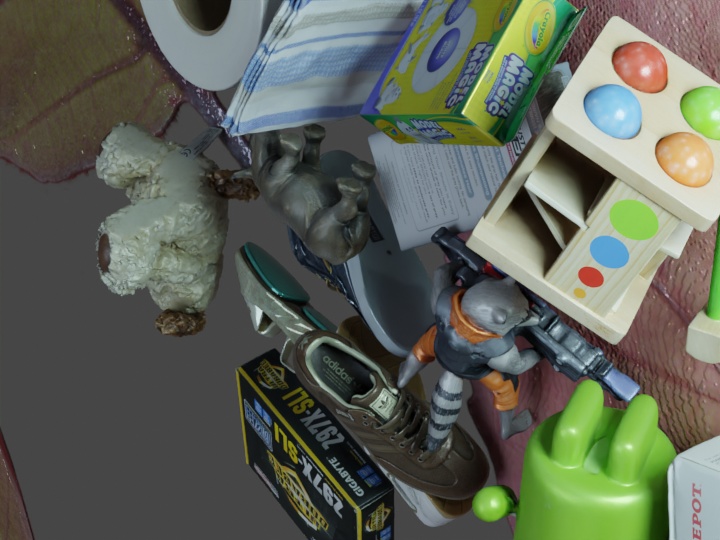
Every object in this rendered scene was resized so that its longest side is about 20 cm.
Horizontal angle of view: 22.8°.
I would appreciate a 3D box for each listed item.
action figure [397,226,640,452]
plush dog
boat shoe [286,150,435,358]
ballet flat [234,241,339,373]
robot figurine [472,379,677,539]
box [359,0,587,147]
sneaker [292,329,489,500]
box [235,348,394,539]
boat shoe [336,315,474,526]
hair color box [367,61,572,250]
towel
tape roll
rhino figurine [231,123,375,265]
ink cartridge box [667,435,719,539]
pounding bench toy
[{"bbox_3d":[0.108,0.073,1.387,0.200,0.105,0.194,37,152,18],"label":"action figure"},{"bbox_3d":[-0.179,-0.033,1.769,0.172,0.159,0.201,93,171,-50],"label":"plush dog"},{"bbox_3d":[0.000,0.000,1.565,0.091,0.070,0.201,-52,55,51],"label":"boat shoe"},{"bbox_3d":[-0.068,0.050,1.669,0.200,0.067,0.063,44,105,35],"label":"ballet flat"},{"bbox_3d":[0.176,0.184,1.345,0.174,0.116,0.201,14,125,15],"label":"robot figurine"},{"bbox_3d":[0.082,-0.150,1.309,0.118,0.048,0.200,-61,26,-9],"label":"box"},{"bbox_3d":[0.021,0.124,1.499,0.200,0.071,0.076,36,176,6],"label":"sneaker"},{"bbox_3d":[-0.042,0.193,1.688,0.200,0.049,0.160,47,153,32],"label":"box"},{"bbox_3d":[0.026,0.138,1.581,0.201,0.071,0.069,62,144,12],"label":"boat shoe"},{"bbox_3d":[0.094,-0.086,1.396,0.200,0.060,0.100,-17,90,56],"label":"hair color box"},{"bbox_3d":[-0.019,-0.182,1.436,0.024,0.146,0.200,61,143,24],"label":"towel"},{"bbox_3d":[-0.083,-0.262,1.498,0.202,0.139,0.204,28,127,47],"label":"tape roll"},{"bbox_3d":[-0.054,-0.076,1.517,0.200,0.059,0.088,41,129,44],"label":"rhino figurine"},{"bbox_3d":[0.308,0.204,1.200,0.199,0.083,0.146,19,119,50],"label":"ink cartridge box"},{"bbox_3d":[0.205,-0.045,1.197,0.199,0.124,0.156,34,137,1],"label":"pounding bench toy"}]
